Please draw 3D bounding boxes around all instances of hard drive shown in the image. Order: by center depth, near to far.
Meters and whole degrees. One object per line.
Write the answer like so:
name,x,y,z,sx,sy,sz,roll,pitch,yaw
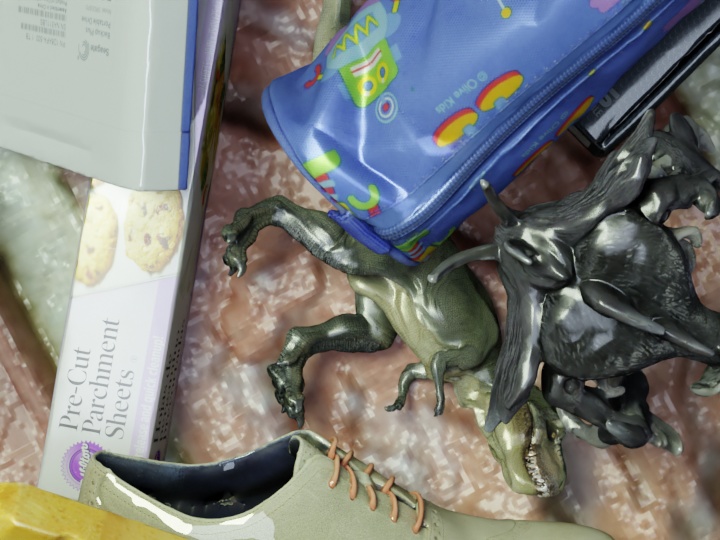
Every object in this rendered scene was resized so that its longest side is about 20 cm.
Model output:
hard drive,-0.092,-0.137,0.833,0.025,0.132,0.201,-3,102,-34

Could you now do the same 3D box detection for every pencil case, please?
pencil case,0.059,-0.084,0.796,0.200,0.087,0.078,-40,123,21

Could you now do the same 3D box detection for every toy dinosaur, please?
toy dinosaur,0.000,0.000,0.878,0.088,0.047,0.201,-25,87,-13

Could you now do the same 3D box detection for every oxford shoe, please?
oxford shoe,-0.001,0.095,0.849,0.199,0.071,0.074,-1,108,-10

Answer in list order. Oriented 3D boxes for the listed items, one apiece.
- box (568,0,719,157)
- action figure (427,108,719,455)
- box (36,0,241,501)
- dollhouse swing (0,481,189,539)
box,0.071,-0.164,0.869,0.158,0.051,0.200,-44,87,2
action figure,0.107,0.014,0.836,0.199,0.102,0.119,24,98,-20
box,-0.077,-0.016,0.886,0.041,0.039,0.201,11,91,4
dollhouse swing,-0.099,0.197,0.772,0.199,0.182,0.177,22,50,-21
